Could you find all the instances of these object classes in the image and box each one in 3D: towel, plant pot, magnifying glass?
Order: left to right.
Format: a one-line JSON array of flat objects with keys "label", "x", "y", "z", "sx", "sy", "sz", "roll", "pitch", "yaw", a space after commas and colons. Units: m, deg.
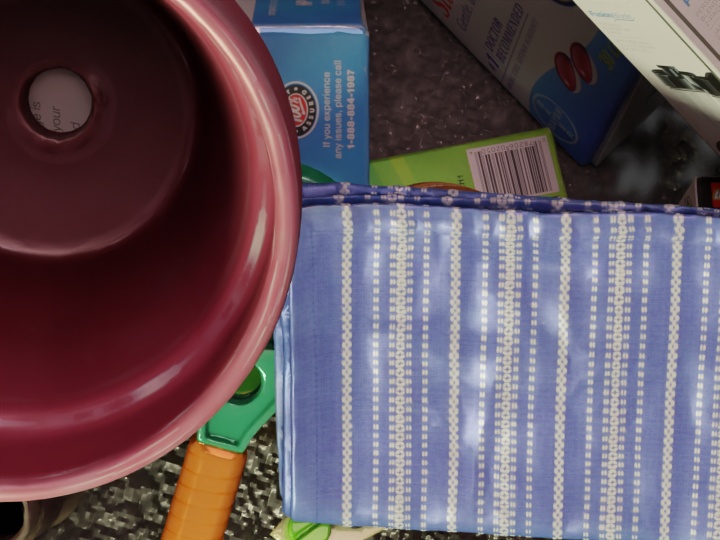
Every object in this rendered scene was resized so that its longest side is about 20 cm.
[{"label": "plant pot", "x": -0.119, "y": -0.040, "z": 0.866, "sx": 0.198, "sy": 0.179, "sz": 0.202, "roll": 0, "pitch": 106, "yaw": -1}, {"label": "magnifying glass", "x": -0.051, "y": 0.051, "z": 0.980, "sx": 0.079, "sy": 0.022, "sz": 0.201, "roll": 15, "pitch": 111, "yaw": -6}, {"label": "towel", "x": 0.063, "y": 0.040, "z": 0.941, "sx": 0.198, "sy": 0.024, "sz": 0.146, "roll": 3, "pitch": 111, "yaw": 8}]

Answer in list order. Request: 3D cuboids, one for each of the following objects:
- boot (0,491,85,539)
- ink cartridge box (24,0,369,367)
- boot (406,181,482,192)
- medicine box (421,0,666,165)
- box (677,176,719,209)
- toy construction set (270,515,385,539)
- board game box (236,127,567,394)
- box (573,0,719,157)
[{"label": "boot", "x": -0.200, "y": 0.061, "z": 0.913, "sx": 0.198, "sy": 0.146, "sz": 0.071, "roll": 3, "pitch": 103, "yaw": -2}, {"label": "ink cartridge box", "x": -0.096, "y": -0.039, "z": 1.004, "sx": 0.198, "sy": 0.085, "sz": 0.146, "roll": 0, "pitch": 107, "yaw": -2}, {"label": "boot", "x": 0.114, "y": 0.018, "z": 0.994, "sx": 0.200, "sy": 0.155, "sz": 0.077, "roll": 40, "pitch": 68, "yaw": -15}, {"label": "medicine box", "x": 0.082, "y": -0.174, "z": 1.065, "sx": 0.103, "sy": 0.182, "sz": 0.200, "roll": -42, "pitch": 81, "yaw": -16}, {"label": "box", "x": 0.234, "y": -0.008, "z": 1.067, "sx": 0.198, "sy": 0.110, "sz": 0.035, "roll": 0, "pitch": 73, "yaw": -6}, {"label": "toy construction set", "x": 0.042, "y": 0.134, "z": 1.016, "sx": 0.200, "sy": 0.092, "sz": 0.131, "roll": 38, "pitch": 80, "yaw": 16}, {"label": "board game box", "x": 0.000, "y": 0.000, "z": 1.086, "sx": 0.198, "sy": 0.030, "sz": 0.096, "roll": -10, "pitch": 75, "yaw": -10}, {"label": "box", "x": 0.171, "y": -0.104, "z": 0.943, "sx": 0.200, "sy": 0.060, "sz": 0.117, "roll": 44, "pitch": 78, "yaw": -27}]
